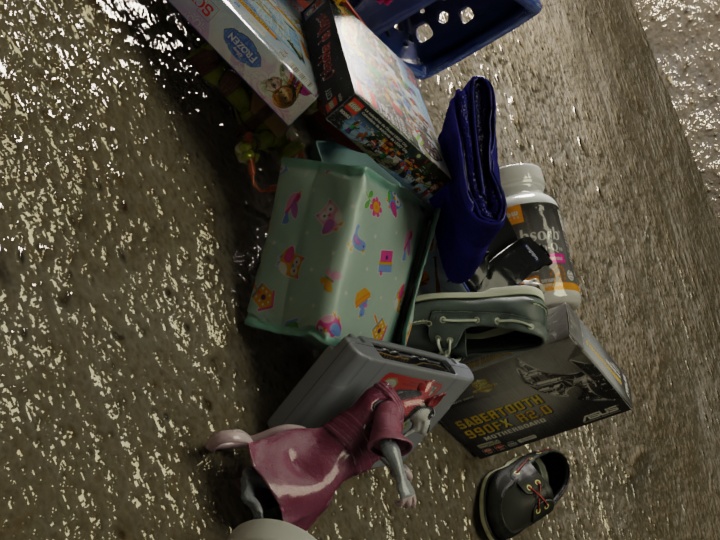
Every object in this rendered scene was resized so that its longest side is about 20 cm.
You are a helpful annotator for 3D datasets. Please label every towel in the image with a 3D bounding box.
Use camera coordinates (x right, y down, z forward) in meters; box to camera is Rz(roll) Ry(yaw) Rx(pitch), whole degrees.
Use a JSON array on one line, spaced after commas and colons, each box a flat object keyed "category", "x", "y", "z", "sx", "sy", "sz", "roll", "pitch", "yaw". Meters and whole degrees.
[{"category": "towel", "x": 0.097, "y": -0.081, "z": 1.178, "sx": 0.200, "sy": 0.049, "sz": 0.149, "roll": 102, "pitch": -15, "yaw": -72}]

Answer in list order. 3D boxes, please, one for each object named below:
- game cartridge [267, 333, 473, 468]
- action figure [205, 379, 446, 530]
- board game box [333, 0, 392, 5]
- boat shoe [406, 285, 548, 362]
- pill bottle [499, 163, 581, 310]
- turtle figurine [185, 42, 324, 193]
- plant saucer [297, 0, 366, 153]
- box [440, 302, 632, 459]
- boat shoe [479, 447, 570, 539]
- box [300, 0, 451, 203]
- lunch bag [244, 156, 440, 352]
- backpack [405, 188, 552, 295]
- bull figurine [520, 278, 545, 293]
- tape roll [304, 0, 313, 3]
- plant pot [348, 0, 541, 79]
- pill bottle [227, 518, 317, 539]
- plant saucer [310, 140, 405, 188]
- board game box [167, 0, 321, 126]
[{"category": "game cartridge", "x": 0.010, "y": 0.128, "z": 1.126, "sx": 0.199, "sy": 0.133, "sz": 0.041, "roll": 16, "pitch": 32, "yaw": -51}, {"category": "action figure", "x": -0.016, "y": 0.148, "z": 1.034, "sx": 0.149, "sy": 0.200, "sz": 0.134, "roll": 52, "pitch": -17, "yaw": 2}, {"category": "board game box", "x": -0.053, "y": -0.353, "z": 1.256, "sx": 0.200, "sy": 0.026, "sz": 0.200, "roll": 47, "pitch": 20, "yaw": 3}, {"category": "boat shoe", "x": 0.099, "y": 0.065, "z": 1.264, "sx": 0.073, "sy": 0.199, "sz": 0.062, "roll": 80, "pitch": 1, "yaw": -55}, {"category": "pill bottle", "x": 0.220, "y": -0.034, "z": 1.628, "sx": 0.116, "sy": 0.116, "sz": 0.201, "roll": 17, "pitch": 57, "yaw": -56}, {"category": "turtle figurine", "x": -0.098, "y": -0.164, "z": 1.201, "sx": 0.162, "sy": 0.064, "sz": 0.200, "roll": 54, "pitch": 39, "yaw": -12}, {"category": "plant saucer", "x": -0.043, "y": -0.247, "z": 1.369, "sx": 0.200, "sy": 0.037, "sz": 0.200, "roll": 50, "pitch": 33, "yaw": -22}, {"category": "box", "x": 0.180, "y": 0.128, "z": 1.356, "sx": 0.158, "sy": 0.199, "sz": 0.049, "roll": 45, "pitch": 33, "yaw": -39}, {"category": "boat shoe", "x": 0.196, "y": 0.264, "z": 1.446, "sx": 0.201, "sy": 0.063, "sz": 0.074, "roll": -24, "pitch": 95, "yaw": -61}, {"category": "box", "x": 0.013, "y": -0.169, "z": 1.154, "sx": 0.136, "sy": 0.038, "sz": 0.201, "roll": 38, "pitch": 24, "yaw": -34}, {"category": "lunch bag", "x": 0.000, "y": 0.000, "z": 1.158, "sx": 0.200, "sy": 0.121, "sz": 0.172, "roll": 24, "pitch": 78, "yaw": -55}, {"category": "backpack", "x": 0.100, "y": -0.023, "z": 1.372, "sx": 0.200, "sy": 0.154, "sz": 0.191, "roll": 53, "pitch": 25, "yaw": -11}, {"category": "bull figurine", "x": 0.170, "y": 0.073, "z": 1.475, "sx": 0.065, "sy": 0.121, "sz": 0.201, "roll": 31, "pitch": 40, "yaw": -48}, {"category": "tape roll", "x": -0.091, "y": -0.361, "z": 1.285, "sx": 0.203, "sy": 0.037, "sz": 0.203, "roll": 39, "pitch": 21, "yaw": -18}, {"category": "plant pot", "x": 0.084, "y": -0.381, "z": 1.543, "sx": 0.200, "sy": 0.199, "sz": 0.181, "roll": 8, "pitch": 58, "yaw": -58}, {"category": "pill bottle", "x": -0.084, "y": 0.283, "z": 0.871, "sx": 0.113, "sy": 0.112, "sz": 0.200, "roll": 55, "pitch": 31, "yaw": -25}, {"category": "plant saucer", "x": 0.002, "y": -0.115, "z": 1.397, "sx": 0.200, "sy": 0.019, "sz": 0.070, "roll": -12, "pitch": 82, "yaw": -63}, {"category": "board game box", "x": -0.104, "y": -0.242, "z": 1.157, "sx": 0.200, "sy": 0.041, "sz": 0.200, "roll": 46, "pitch": 20, "yaw": -6}]
